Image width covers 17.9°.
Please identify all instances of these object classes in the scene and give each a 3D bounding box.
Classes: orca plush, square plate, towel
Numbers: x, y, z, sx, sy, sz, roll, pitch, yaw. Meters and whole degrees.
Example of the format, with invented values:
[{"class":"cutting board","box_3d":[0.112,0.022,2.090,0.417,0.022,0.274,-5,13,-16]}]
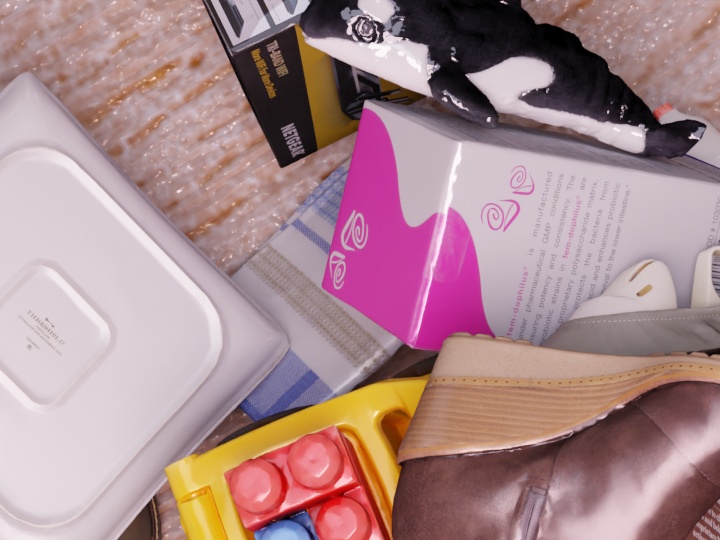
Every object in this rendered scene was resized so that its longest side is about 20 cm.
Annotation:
[{"class":"orca plush","box_3d":[0.076,-0.111,1.091,0.199,0.105,0.071,23,111,-2]},{"class":"square plate","box_3d":[-0.160,0.035,1.135,0.200,0.028,0.198,46,68,-10]},{"class":"towel","box_3d":[0.000,0.000,1.225,0.200,0.024,0.147,-43,37,-6]}]

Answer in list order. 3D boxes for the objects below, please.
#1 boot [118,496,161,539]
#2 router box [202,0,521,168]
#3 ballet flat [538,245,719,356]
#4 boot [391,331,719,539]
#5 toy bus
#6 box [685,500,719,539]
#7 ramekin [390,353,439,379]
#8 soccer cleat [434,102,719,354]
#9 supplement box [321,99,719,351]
[{"class":"boot","box_3d":[-0.149,0.110,1.205,0.074,0.097,0.201,3,83,14]},{"class":"router box","box_3d":[0.005,-0.136,1.207,0.157,0.200,0.052,-27,76,-1]},{"class":"ballet flat","box_3d":[0.152,0.023,1.078,0.199,0.067,0.064,-5,81,-25]},{"class":"boot","box_3d":[0.107,0.117,0.936,0.199,0.072,0.167,6,78,18]},{"class":"toy bus","box_3d":[0.010,0.105,1.051,0.199,0.192,0.136,-22,73,-1]},{"class":"box","box_3d":[0.132,0.158,0.995,0.075,0.100,0.201,-11,56,34]},{"class":"ramekin","box_3d":[0.072,0.133,1.187,0.200,0.098,0.201,-1,76,5]},{"class":"soccer cleat","box_3d":[0.123,-0.009,1.235,0.200,0.069,0.078,-37,79,-7]},{"class":"supplement box","box_3d":[0.097,-0.013,1.124,0.199,0.103,0.102,8,102,-31]}]
